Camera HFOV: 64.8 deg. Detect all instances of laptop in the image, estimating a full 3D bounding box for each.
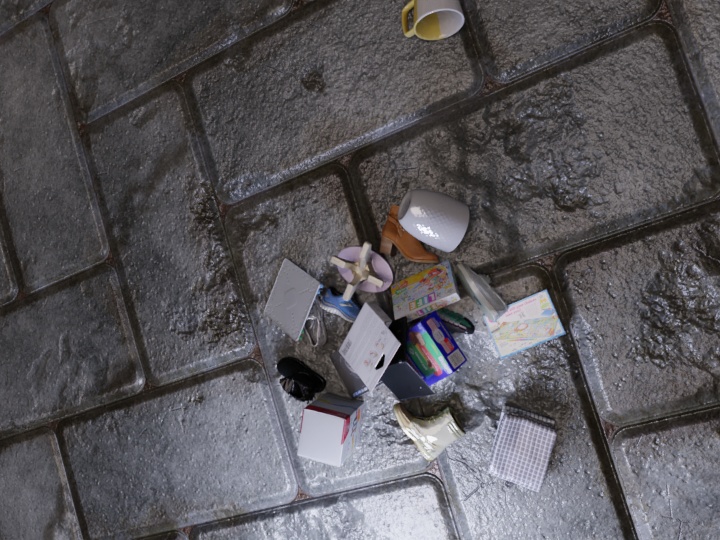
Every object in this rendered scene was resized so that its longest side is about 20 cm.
[{"bbox_3d":[0.122,0.262,1.667,0.186,0.114,0.205,-28,53,55],"label":"laptop"}]

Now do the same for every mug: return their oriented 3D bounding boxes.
[{"bbox_3d":[0.200,-0.777,1.647,0.182,0.149,0.157,-8,81,12],"label":"mug"},{"bbox_3d":[0.200,-0.169,1.641,0.172,0.202,0.149,20,126,-17],"label":"mug"}]

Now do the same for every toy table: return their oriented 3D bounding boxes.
[{"bbox_3d":[0.000,0.000,1.748,0.196,0.117,0.188,14,96,17],"label":"toy table"}]

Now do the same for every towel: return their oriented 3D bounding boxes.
[{"bbox_3d":[0.461,0.508,1.620,0.162,0.085,0.205,16,96,17],"label":"towel"}]

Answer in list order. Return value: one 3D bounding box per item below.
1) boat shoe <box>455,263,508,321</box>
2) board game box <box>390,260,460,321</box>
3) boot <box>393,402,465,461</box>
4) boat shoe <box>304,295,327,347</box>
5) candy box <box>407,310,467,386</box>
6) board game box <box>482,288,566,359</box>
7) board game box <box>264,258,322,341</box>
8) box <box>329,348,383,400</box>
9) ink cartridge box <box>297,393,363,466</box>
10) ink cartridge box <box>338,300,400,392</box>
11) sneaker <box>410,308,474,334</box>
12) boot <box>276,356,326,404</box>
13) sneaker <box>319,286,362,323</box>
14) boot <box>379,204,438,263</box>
[{"bbox_3d":[0.354,0.053,1.651,0.071,0.070,0.202,-29,64,-10],"label":"boat shoe"},{"bbox_3d":[0.189,0.065,1.678,0.197,0.034,0.136,-25,41,18],"label":"board game box"},{"bbox_3d":[0.206,0.452,1.714,0.154,0.072,0.201,-41,84,16],"label":"boot"},{"bbox_3d":[-0.159,0.147,1.831,0.070,0.069,0.204,-20,85,19],"label":"boat shoe"},{"bbox_3d":[0.193,0.239,1.658,0.171,0.076,0.200,56,146,9],"label":"candy box"},{"bbox_3d":[0.470,0.154,1.633,0.197,0.034,0.137,-25,84,18],"label":"board game box"},{"bbox_3d":[-0.218,0.092,1.832,0.199,0.026,0.204,32,103,41],"label":"board game box"},{"bbox_3d":[0.021,0.290,1.787,0.198,0.043,0.163,-30,83,17],"label":"box"},{"bbox_3d":[-0.087,0.484,1.749,0.141,0.200,0.149,9,95,15],"label":"ink cartridge box"},{"bbox_3d":[0.035,0.224,1.680,0.176,0.044,0.202,47,123,31],"label":"ink cartridge box"},{"bbox_3d":[0.246,0.162,1.700,0.197,0.074,0.089,25,110,28],"label":"sneaker"},{"bbox_3d":[-0.210,0.346,1.805,0.195,0.162,0.075,26,98,16],"label":"boot"},{"bbox_3d":[-0.032,0.107,1.782,0.196,0.078,0.091,22,101,17],"label":"sneaker"},{"bbox_3d":[0.157,-0.109,1.715,0.196,0.074,0.158,16,93,16],"label":"boot"}]
